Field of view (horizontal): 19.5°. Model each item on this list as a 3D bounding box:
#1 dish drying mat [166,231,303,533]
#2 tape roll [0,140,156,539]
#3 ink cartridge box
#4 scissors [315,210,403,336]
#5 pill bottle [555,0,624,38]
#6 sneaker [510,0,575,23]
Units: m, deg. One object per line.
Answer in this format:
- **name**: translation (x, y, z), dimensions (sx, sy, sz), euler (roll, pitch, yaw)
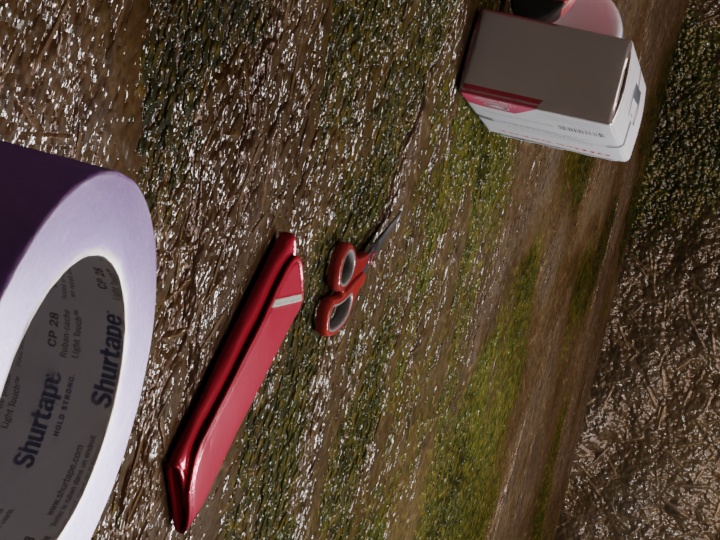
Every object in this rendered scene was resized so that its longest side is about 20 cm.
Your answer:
- **dish drying mat**: translation (-0.078, 0.071, 1.357), dimensions (0.077, 0.018, 0.200), euler (91, 18, -50)
- **tape roll**: translation (-0.158, 0.047, 0.836), dimensions (0.200, 0.085, 0.201), euler (15, 90, -78)
- **ink cartridge box**: translation (0.181, -0.167, 1.928), dimensions (0.200, 0.145, 0.085), euler (38, 67, -77)
- **scissors**: translation (0.000, 0.000, 1.639), dimensions (0.200, 0.014, 0.074), euler (-38, 138, -72)
- **pill bottle**: translation (0.218, -0.209, 2.136), dimensions (0.200, 0.106, 0.107), euler (61, 45, -73)
- **sneaker**: translation (0.196, -0.306, 2.005), dimensions (0.087, 0.073, 0.201), euler (81, 26, -64)
